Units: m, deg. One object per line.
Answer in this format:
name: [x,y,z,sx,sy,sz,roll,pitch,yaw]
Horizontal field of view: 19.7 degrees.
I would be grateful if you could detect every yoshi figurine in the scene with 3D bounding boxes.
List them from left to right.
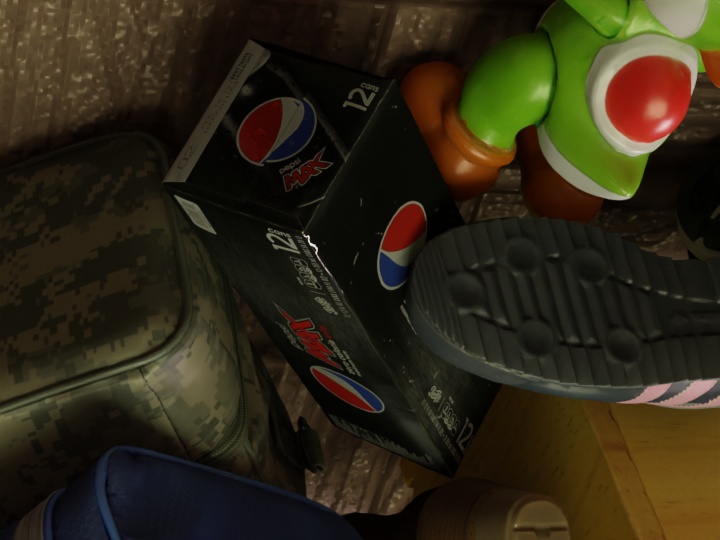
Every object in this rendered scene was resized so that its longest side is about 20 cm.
yoshi figurine: [0.100,-0.107,0.753,0.112,0.112,0.200,46,134,0]

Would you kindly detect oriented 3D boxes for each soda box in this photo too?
soda box: [0.000,0.000,0.790,0.063,0.071,0.200,19,158,28]

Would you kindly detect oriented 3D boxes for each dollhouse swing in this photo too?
dollhouse swing: [0.148,0.119,0.895,0.176,0.200,0.182,10,131,-29]

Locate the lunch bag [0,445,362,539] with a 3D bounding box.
lunch bag: [-0.056,0.150,0.729,0.132,0.136,0.200,-31,153,22]

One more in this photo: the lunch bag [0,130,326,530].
lunch bag: [-0.130,0.063,0.805,0.200,0.139,0.168,-20,133,5]

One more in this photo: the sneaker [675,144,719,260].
sneaker: [0.232,-0.028,0.870,0.200,0.074,0.079,-11,145,4]

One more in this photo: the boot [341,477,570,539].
boot: [0.031,0.187,0.840,0.072,0.200,0.166,11,164,-24]

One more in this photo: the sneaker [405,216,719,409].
sneaker: [0.099,0.027,0.798,0.200,0.070,0.082,7,157,-23]
